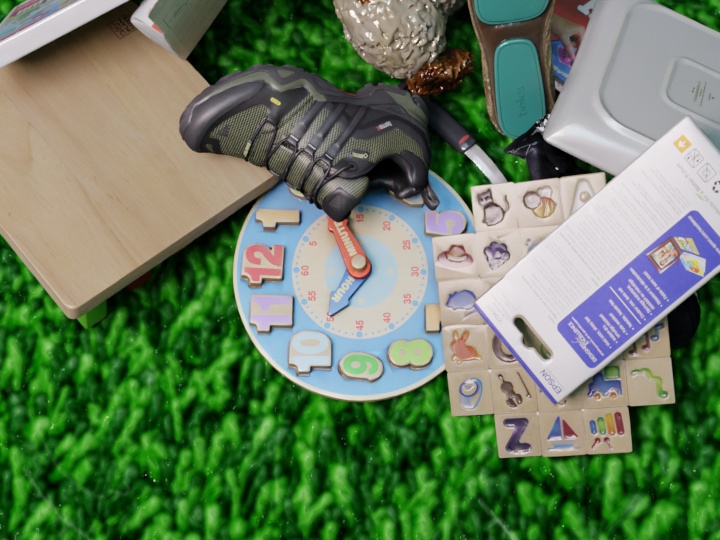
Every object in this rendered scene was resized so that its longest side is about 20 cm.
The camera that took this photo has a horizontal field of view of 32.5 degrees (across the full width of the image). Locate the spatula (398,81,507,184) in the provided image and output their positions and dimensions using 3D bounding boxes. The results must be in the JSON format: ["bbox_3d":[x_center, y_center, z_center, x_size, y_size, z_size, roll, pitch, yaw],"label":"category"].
[{"bbox_3d":[0.097,-0.084,0.978,0.056,0.021,0.200,-38,73,-15],"label":"spatula"}]

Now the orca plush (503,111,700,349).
[{"bbox_3d":[0.195,-0.038,0.917,0.104,0.071,0.202,-16,74,-26],"label":"orca plush"}]

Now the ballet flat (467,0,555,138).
[{"bbox_3d":[0.114,-0.196,0.933,0.069,0.202,0.066,-2,40,3],"label":"ballet flat"}]

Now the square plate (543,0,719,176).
[{"bbox_3d":[0.253,-0.126,0.929,0.196,0.029,0.201,25,51,3],"label":"square plate"}]

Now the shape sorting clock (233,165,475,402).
[{"bbox_3d":[0.000,0.000,0.948,0.197,0.039,0.203,-1,73,3],"label":"shape sorting clock"}]

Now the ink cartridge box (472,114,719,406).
[{"bbox_3d":[0.182,-0.006,0.860,0.200,0.037,0.095,-42,84,13],"label":"ink cartridge box"}]

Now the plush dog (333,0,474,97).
[{"bbox_3d":[0.021,-0.226,0.954,0.159,0.200,0.173,-27,40,24],"label":"plush dog"}]

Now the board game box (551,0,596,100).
[{"bbox_3d":[0.226,-0.150,0.994,0.199,0.019,0.103,39,77,14],"label":"board game box"}]

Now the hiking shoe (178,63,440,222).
[{"bbox_3d":[-0.033,-0.089,0.910,0.197,0.076,0.102,0,58,-19],"label":"hiking shoe"}]

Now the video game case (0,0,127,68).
[{"bbox_3d":[-0.219,-0.210,0.952,0.142,0.200,0.018,-26,113,4],"label":"video game case"}]

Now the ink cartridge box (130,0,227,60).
[{"bbox_3d":[-0.108,-0.237,0.873,0.050,0.200,0.163,35,90,0],"label":"ink cartridge box"}]

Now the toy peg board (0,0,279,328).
[{"bbox_3d":[-0.201,-0.074,0.968,0.198,0.098,0.200,-36,74,-24],"label":"toy peg board"}]

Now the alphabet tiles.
[{"bbox_3d":[0.139,0.034,0.897,0.164,0.006,0.203,-6,93,17],"label":"alphabet tiles"}]
